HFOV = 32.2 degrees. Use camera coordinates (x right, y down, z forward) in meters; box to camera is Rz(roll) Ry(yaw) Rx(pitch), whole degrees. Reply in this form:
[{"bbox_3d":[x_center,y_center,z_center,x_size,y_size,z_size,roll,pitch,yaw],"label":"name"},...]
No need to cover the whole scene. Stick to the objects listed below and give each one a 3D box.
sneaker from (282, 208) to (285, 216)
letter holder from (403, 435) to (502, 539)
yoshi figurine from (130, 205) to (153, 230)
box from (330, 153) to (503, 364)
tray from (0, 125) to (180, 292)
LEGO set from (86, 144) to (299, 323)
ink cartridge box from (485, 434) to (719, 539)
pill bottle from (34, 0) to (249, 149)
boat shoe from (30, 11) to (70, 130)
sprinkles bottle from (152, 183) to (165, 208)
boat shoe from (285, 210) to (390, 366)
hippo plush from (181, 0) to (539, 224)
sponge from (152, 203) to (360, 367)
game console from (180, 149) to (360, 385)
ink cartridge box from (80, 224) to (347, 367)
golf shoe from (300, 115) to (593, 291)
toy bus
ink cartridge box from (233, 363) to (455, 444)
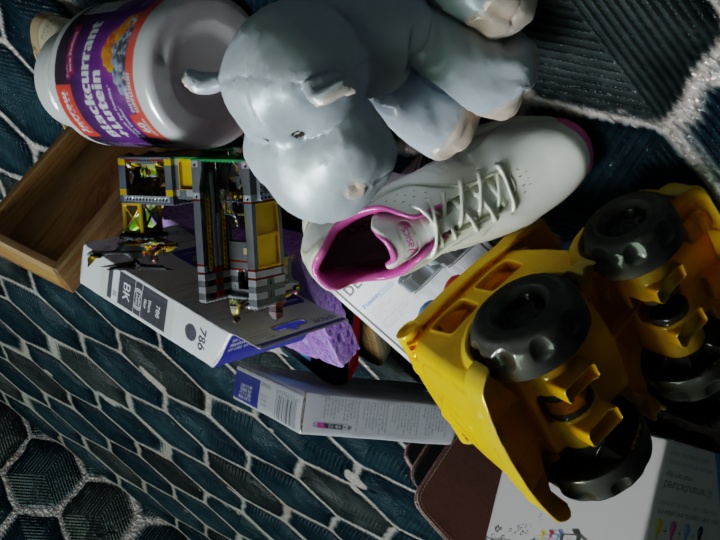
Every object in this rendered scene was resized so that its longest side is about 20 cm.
[{"bbox_3d":[-0.062,0.009,1.159,0.078,0.070,0.201,16,149,54],"label":"sneaker"},{"bbox_3d":[0.133,0.234,1.210,0.200,0.143,0.100,42,157,-12],"label":"letter holder"},{"bbox_3d":[-0.246,-0.032,1.306,0.199,0.112,0.113,31,163,21],"label":"yoshi figurine"},{"bbox_3d":[0.078,0.023,0.921,0.200,0.060,0.117,43,115,-11],"label":"box"},{"bbox_3d":[-0.217,-0.082,1.041,0.098,0.201,0.037,22,155,29],"label":"tray"},{"bbox_3d":[-0.086,-0.027,0.901,0.198,0.153,0.118,3,101,32],"label":"LEGO set"},{"bbox_3d":[0.195,0.225,0.975,0.146,0.203,0.144,19,174,-43],"label":"ink cartridge box"},{"bbox_3d":[-0.170,-0.151,0.957,0.199,0.112,0.112,7,144,49],"label":"pill bottle"},{"bbox_3d":[-0.240,-0.149,1.130,0.064,0.071,0.201,29,149,32],"label":"boat shoe"},{"bbox_3d":[-0.144,-0.034,1.199,0.068,0.068,0.201,19,151,36],"label":"sprinkles bottle"},{"bbox_3d":[0.000,0.000,1.053,0.073,0.069,0.201,28,152,35],"label":"boat shoe"},{"bbox_3d":[0.005,-0.116,0.664,0.157,0.161,0.202,2,127,25],"label":"hippo plush"},{"bbox_3d":[-0.089,0.007,1.027,0.199,0.030,0.112,16,138,45],"label":"sponge"},{"bbox_3d":[-0.079,0.002,1.061,0.199,0.031,0.178,37,156,19],"label":"game console"},{"bbox_3d":[-0.114,0.023,0.946,0.199,0.099,0.040,27,116,35],"label":"ink cartridge box"},{"bbox_3d":[0.053,-0.035,0.782,0.198,0.092,0.076,-21,110,15],"label":"golf shoe"},{"bbox_3d":[0.123,0.032,0.805,0.136,0.200,0.192,56,164,-28],"label":"toy bus"},{"bbox_3d":[0.003,0.125,1.151,0.198,0.044,0.196,10,179,-22],"label":"ink cartridge box"}]
